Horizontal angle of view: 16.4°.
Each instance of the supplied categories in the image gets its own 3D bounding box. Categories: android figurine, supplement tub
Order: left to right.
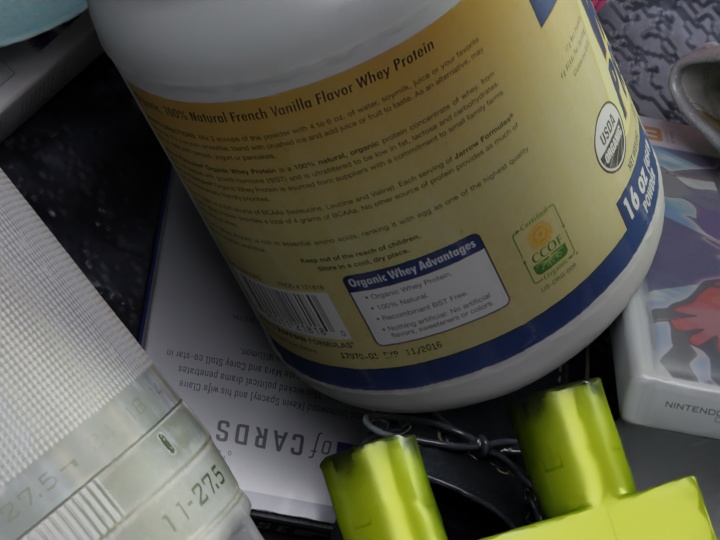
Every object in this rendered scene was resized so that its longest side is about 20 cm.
[{"bbox_3d":[0.002,-0.069,0.782,0.144,0.200,0.144,-17,38,14],"label":"supplement tub"},{"bbox_3d":[0.060,0.137,0.732,0.182,0.041,0.200,-14,78,-13],"label":"android figurine"}]

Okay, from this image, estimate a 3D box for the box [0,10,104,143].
[{"bbox_3d":[-0.174,-0.102,0.894,0.144,0.036,0.200,43,65,7],"label":"box"}]

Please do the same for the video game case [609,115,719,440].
[{"bbox_3d":[0.173,0.009,0.858,0.182,0.023,0.200,10,28,-4],"label":"video game case"}]

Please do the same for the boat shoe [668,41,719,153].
[{"bbox_3d":[0.174,-0.032,0.835,0.065,0.074,0.202,-1,26,-22],"label":"boat shoe"}]

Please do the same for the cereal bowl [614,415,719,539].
[{"bbox_3d":[0.151,0.129,0.835,0.200,0.083,0.200,5,60,-9],"label":"cereal bowl"}]

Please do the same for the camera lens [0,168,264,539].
[{"bbox_3d":[-0.140,0.059,0.755,0.160,0.160,0.200,-39,92,-23],"label":"camera lens"}]

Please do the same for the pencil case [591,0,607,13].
[{"bbox_3d":[0.006,-0.158,0.852,0.200,0.094,0.091,18,75,-14],"label":"pencil case"}]

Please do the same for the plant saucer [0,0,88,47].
[{"bbox_3d":[-0.161,-0.156,0.878,0.201,0.039,0.201,4,67,-10],"label":"plant saucer"}]

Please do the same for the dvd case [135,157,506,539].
[{"bbox_3d":[0.000,0.000,0.894,0.150,0.025,0.200,11,67,-7],"label":"dvd case"}]

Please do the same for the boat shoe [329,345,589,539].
[{"bbox_3d":[0.030,0.072,0.825,0.075,0.062,0.200,25,64,0],"label":"boat shoe"}]
